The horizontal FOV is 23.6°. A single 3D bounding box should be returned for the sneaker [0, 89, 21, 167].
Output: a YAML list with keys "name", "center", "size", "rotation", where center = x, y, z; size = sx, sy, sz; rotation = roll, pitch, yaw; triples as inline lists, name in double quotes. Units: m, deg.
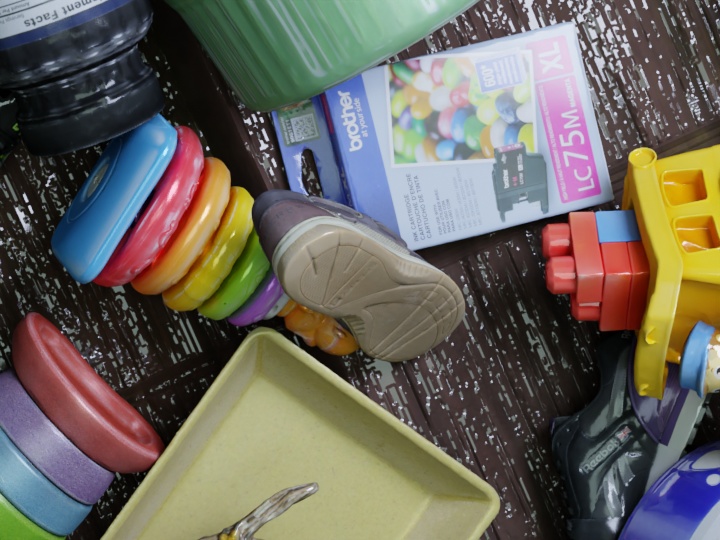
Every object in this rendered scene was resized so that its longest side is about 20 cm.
- name: "sneaker"
  center: [-0.238, -0.081, 1.038]
  size: [0.083, 0.071, 0.200]
  rotation: [4, 89, -2]

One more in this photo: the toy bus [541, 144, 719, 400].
- name: "toy bus"
  center: [0.209, 0.017, 1.037]
  size: [0.192, 0.136, 0.200]
  rotation: [-4, 48, -3]

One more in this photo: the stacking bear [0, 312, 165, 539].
- name: "stacking bear"
  center: [-0.232, 0.139, 1.034]
  size: [0.200, 0.114, 0.121]
  rotation: [-43, 97, 1]

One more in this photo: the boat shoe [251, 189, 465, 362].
- name: "boat shoe"
  center: [0.000, 0.000, 1.033]
  size: [0.072, 0.200, 0.065]
  rotation: [-41, 59, 12]

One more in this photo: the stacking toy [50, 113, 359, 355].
- name: "stacking toy"
  center: [-0.078, -0.005, 1.057]
  size: [0.200, 0.116, 0.110]
  rotation: [32, 91, -19]

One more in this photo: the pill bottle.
- name: "pill bottle"
  center: [-0.184, -0.172, 0.972]
  size: [0.112, 0.112, 0.200]
  rotation: [-21, 109, -6]

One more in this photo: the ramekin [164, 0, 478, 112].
- name: "ramekin"
  center: [-0.011, -0.175, 1.006]
  size: [0.200, 0.200, 0.098]
  rotation: [-31, 103, -5]

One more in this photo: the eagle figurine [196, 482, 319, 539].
- name: "eagle figurine"
  center: [-0.085, 0.213, 0.938]
  size: [0.151, 0.200, 0.152]
  rotation: [24, 112, -24]

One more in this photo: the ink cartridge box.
- name: "ink cartridge box"
  center: [0.052, -0.078, 1.094]
  size: [0.200, 0.042, 0.120]
  rotation: [-14, 94, -5]

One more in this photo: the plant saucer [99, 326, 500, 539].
- name: "plant saucer"
  center: [-0.047, 0.165, 1.076]
  size: [0.200, 0.048, 0.200]
  rotation: [37, 87, -16]

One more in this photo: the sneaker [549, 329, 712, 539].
- name: "sneaker"
  center: [0.154, 0.135, 1.110]
  size: [0.087, 0.076, 0.200]
  rotation: [23, 87, 9]

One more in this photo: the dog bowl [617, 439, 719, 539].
- name: "dog bowl"
  center: [0.248, 0.207, 1.073]
  size: [0.200, 0.079, 0.200]
  rotation: [-8, 106, -31]
